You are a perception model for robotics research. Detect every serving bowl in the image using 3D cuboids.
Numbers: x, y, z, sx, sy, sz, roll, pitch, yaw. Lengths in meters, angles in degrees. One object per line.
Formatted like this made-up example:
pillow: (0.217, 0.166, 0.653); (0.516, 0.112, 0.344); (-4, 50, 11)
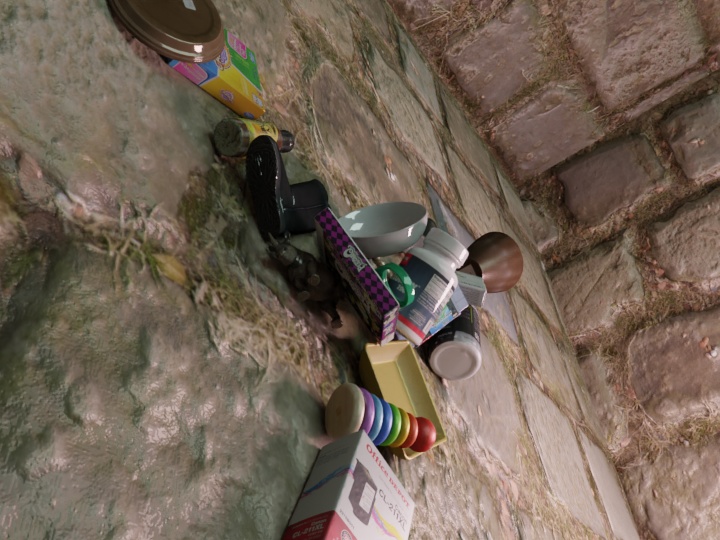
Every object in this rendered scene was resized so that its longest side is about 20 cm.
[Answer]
serving bowl: (0.042, -0.074, 1.222); (0.201, 0.193, 0.068); (-63, 145, -61)

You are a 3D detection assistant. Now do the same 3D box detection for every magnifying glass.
magnifying glass: (0.032, 0.013, 1.128); (0.022, 0.198, 0.082); (-27, 117, -28)

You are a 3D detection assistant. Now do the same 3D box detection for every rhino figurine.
rhino figurine: (-0.089, 0.006, 1.000); (0.200, 0.059, 0.088); (47, 13, -34)

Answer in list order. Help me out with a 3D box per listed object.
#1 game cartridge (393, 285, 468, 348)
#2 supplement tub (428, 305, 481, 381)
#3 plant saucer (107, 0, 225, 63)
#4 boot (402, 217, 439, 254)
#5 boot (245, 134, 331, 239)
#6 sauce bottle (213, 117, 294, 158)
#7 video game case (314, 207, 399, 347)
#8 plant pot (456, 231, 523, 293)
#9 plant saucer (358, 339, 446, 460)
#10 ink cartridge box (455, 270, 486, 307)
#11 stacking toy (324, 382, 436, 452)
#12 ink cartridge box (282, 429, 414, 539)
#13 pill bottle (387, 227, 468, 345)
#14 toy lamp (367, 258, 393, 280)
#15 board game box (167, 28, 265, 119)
game cartridge: (0.132, 0.070, 1.280); (0.197, 0.038, 0.132); (-32, 89, -28)
supplement tub: (0.217, 0.143, 1.407); (0.123, 0.121, 0.202); (50, 27, -23)
plant saucer: (-0.303, -0.418, 0.972); (0.196, 0.029, 0.205); (24, 46, -27)
boot: (0.142, -0.093, 1.585); (0.197, 0.072, 0.186); (26, 40, -43)
boot: (-0.116, -0.147, 1.069); (0.199, 0.064, 0.171); (-19, 107, -62)
sauce bottle: (-0.178, -0.229, 1.065); (0.066, 0.064, 0.199); (62, 22, 1)
video game case: (-0.007, 0.017, 1.024); (0.202, 0.035, 0.182); (54, -12, 17)
plant pot: (0.371, -0.007, 1.845); (0.198, 0.185, 0.191); (-18, 79, -50)
plant saucer: (0.069, 0.233, 1.103); (0.198, 0.048, 0.205); (9, 57, -62)
ink cartridge box: (0.193, 0.026, 1.428); (0.174, 0.194, 0.045); (-36, 141, -78)
stacking toy: (0.042, 0.242, 0.943); (0.197, 0.085, 0.087); (26, 40, -32)
ink cartridge box: (-0.011, 0.335, 0.792); (0.148, 0.081, 0.201); (55, 25, -13)
pill bottle: (0.119, 0.027, 1.175); (0.118, 0.203, 0.120); (34, -6, 4)
toy lamp: (0.075, 0.027, 1.320); (0.202, 0.057, 0.059); (55, 25, -18)
board game box: (-0.258, -0.377, 1.082); (0.198, 0.040, 0.157); (28, 42, -52)
